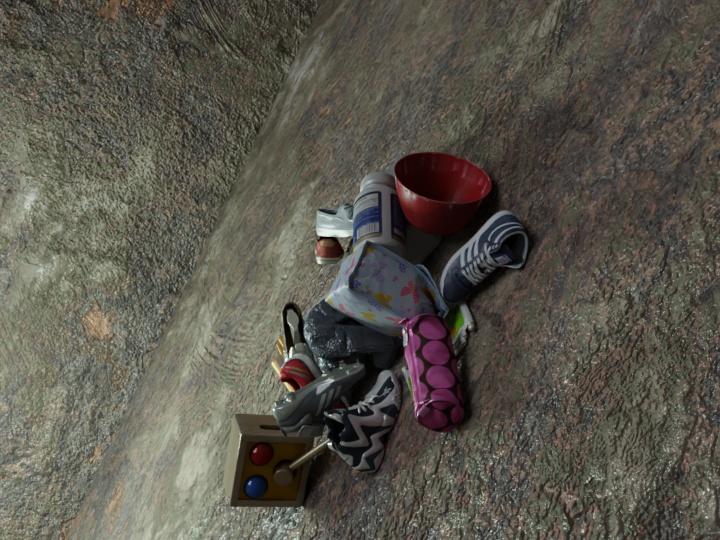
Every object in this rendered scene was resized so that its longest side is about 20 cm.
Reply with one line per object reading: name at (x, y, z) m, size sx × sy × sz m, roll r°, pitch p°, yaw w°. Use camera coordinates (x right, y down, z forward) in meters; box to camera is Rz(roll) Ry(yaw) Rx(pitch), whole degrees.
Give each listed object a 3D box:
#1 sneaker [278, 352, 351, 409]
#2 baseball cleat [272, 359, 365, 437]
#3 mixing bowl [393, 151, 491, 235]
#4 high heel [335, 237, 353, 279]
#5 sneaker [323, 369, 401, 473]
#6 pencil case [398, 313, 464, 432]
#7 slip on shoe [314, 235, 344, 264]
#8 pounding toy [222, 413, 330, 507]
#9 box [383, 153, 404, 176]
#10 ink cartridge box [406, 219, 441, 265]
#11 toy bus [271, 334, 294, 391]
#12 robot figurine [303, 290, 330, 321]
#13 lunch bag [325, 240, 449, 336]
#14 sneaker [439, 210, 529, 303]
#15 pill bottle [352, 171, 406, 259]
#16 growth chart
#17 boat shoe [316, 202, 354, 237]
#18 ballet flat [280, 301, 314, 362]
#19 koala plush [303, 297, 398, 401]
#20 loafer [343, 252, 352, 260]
sneaker at (-0.089, 0.262, 1.603) m, size 0.085 × 0.200 × 0.077 m, roll -43°, pitch 1°, yaw -30°
baseball cleat at (-0.069, 0.254, 1.547) m, size 0.197 × 0.108 × 0.070 m, roll -24°, pitch 12°, yaw -5°
mixing bowl at (0.157, -0.142, 1.603) m, size 0.202 × 0.196 × 0.110 m, roll -95°, pitch 10°, yaw -54°
high heel at (-0.021, -0.038, 1.903) m, size 0.143 × 0.070 × 0.203 m, roll -124°, pitch 40°, yaw -60°
sneaker at (-0.004, 0.263, 1.502) m, size 0.079 × 0.128 × 0.202 m, roll -14°, pitch 50°, yaw 58°
pencil case at (0.118, 0.171, 1.367) m, size 0.091 × 0.093 × 0.202 m, roll -41°, pitch 38°, yaw 28°
slip on shoe at (-0.074, -0.058, 1.885) m, size 0.200 × 0.072 × 0.063 m, roll -87°, pitch -1°, yaw -81°
pounding toy at (-0.164, 0.387, 1.641) m, size 0.142 × 0.196 × 0.188 m, roll -140°, pitch 59°, yaw -67°
box at (0.055, -0.188, 1.879) m, size 0.145 × 0.036 × 0.200 m, roll -47°, pitch -3°, yaw -5°
ink cartridge box at (0.095, -0.096, 1.770) m, size 0.148 × 0.085 × 0.201 m, roll -48°, pitch 25°, yaw 27°
toy bus at (-0.132, 0.235, 1.765) m, size 0.078 × 0.065 × 0.201 m, roll -34°, pitch 56°, yaw -8°
robot figurine at (-0.062, 0.115, 1.814) m, size 0.200 × 0.114 × 0.169 m, roll -43°, pitch -9°, yaw 36°
lunch bag at (0.055, 0.045, 1.514) m, size 0.129 × 0.198 × 0.169 m, roll -62°, pitch 8°, yaw -18°
sneaker at (0.221, -0.010, 1.419) m, size 0.201 × 0.070 × 0.109 m, roll -51°, pitch 23°, yaw 10°
pill bottle at (0.039, -0.100, 1.644) m, size 0.111 × 0.110 × 0.203 m, roll -39°, pitch 38°, yaw 40°
growth chart at (0.143, 0.142, 1.480) m, size 0.201 × 0.018 × 0.145 m, roll -55°, pitch 23°, yaw 11°
boat shoe at (-0.032, -0.116, 1.793) m, size 0.199 × 0.069 × 0.073 m, roll 2°, pitch 104°, yaw 46°
ballet flat at (-0.138, 0.157, 1.720) m, size 0.068 × 0.067 × 0.203 m, roll 102°, pitch 153°, yaw -59°
koala plush at (-0.042, 0.170, 1.666) m, size 0.202 × 0.180 × 0.179 m, roll 105°, pitch 150°, yaw -43°
loafer at (0.000, 0.000, 1.728) m, size 0.200 × 0.067 × 0.077 m, roll -40°, pitch -43°, yaw -81°
